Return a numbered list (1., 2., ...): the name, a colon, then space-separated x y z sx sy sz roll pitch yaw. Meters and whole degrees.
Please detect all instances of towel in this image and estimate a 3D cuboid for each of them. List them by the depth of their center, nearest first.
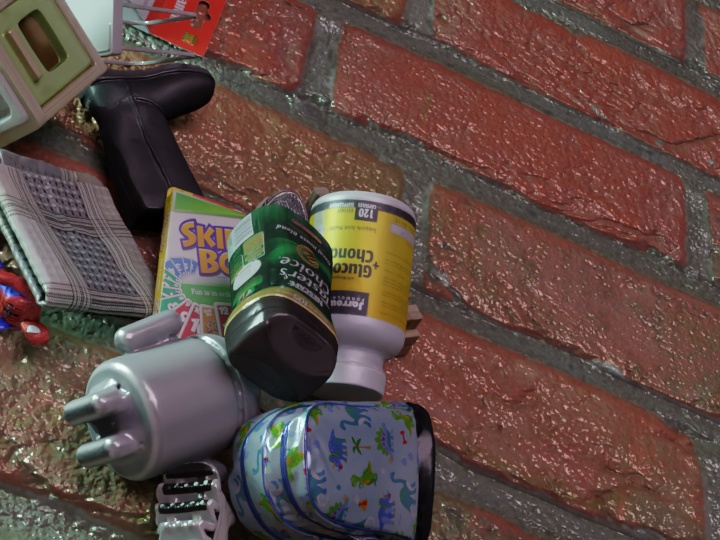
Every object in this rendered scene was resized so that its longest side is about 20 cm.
1. towel: -0.280 -0.036 1.659 0.192 0.035 0.200 11 40 -55

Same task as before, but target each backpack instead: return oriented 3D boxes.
1. backpack: -0.025 0.187 1.553 0.199 0.154 0.164 10 75 -23

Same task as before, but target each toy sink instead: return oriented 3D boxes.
1. toy sink: -0.370 -0.201 1.712 0.131 0.112 0.200 59 37 -16

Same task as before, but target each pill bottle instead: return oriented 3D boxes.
1. pill bottle: -0.006 0.029 1.726 0.111 0.112 0.201 14 70 -22

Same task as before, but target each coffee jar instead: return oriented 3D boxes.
1. coffee jar: -0.075 0.030 1.592 0.104 0.085 0.200 39 24 -26

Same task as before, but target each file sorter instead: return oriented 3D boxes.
1. file sorter: -0.258 -0.328 1.864 0.124 0.138 0.202 1 90 -39

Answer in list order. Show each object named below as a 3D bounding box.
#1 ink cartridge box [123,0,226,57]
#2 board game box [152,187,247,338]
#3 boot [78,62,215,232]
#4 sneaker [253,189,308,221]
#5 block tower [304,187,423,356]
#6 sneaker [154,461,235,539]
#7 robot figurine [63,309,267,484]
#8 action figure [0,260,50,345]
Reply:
1. ink cartridge box: -0.256 -0.356 2.031 0.199 0.050 0.163 23 41 -8
2. board game box: -0.157 0.002 1.701 0.095 0.030 0.201 19 48 -22
3. boot: -0.202 -0.132 1.828 0.164 0.066 0.201 -9 52 -29
4. sneaker: -0.081 -0.016 1.789 0.080 0.075 0.201 21 41 -14
5. block tower: 0.000 0.000 1.844 0.058 0.054 0.201 -4 53 -37
6. sneaker: -0.152 0.269 1.463 0.075 0.081 0.201 -1 51 24
7. robot figurine: -0.173 0.123 1.557 0.199 0.113 0.171 -15 90 -42
8. action figure: -0.372 0.002 1.585 0.200 0.065 0.099 46 35 16
